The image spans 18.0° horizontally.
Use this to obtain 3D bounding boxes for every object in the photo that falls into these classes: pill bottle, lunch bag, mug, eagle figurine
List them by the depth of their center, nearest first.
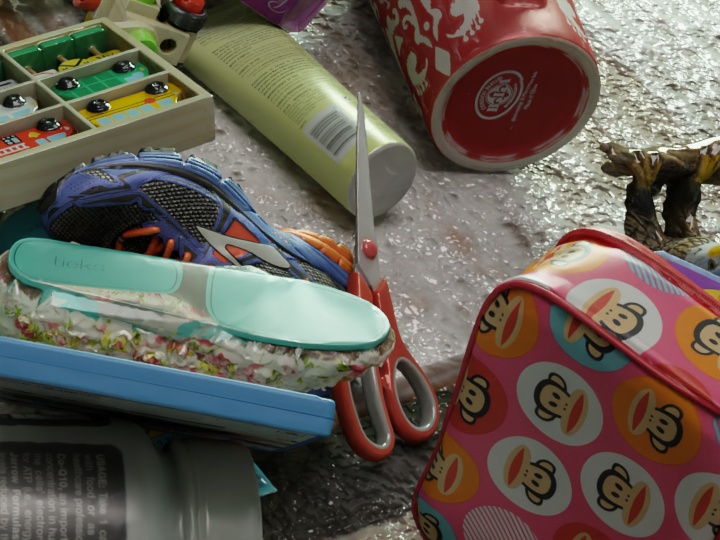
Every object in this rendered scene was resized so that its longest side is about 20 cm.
[{"bbox_3d":[-0.149,0.120,0.995,0.198,0.114,0.114,3,41,-16],"label":"pill bottle"},{"bbox_3d":[0.122,0.097,1.050,0.176,0.201,0.082,37,45,19],"label":"lunch bag"},{"bbox_3d":[0.184,0.025,1.238,0.151,0.151,0.202,-15,79,17],"label":"eagle figurine"},{"bbox_3d":[0.062,-0.181,1.385,0.133,0.178,0.201,-20,50,3],"label":"mug"}]

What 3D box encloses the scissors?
[{"bbox_3d":[0.000,0.000,1.181,0.073,0.014,0.202,0,74,-46],"label":"scissors"}]

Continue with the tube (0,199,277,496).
[{"bbox_3d":[-0.123,0.051,1.144,0.077,0.051,0.200,-23,58,-21],"label":"tube"}]

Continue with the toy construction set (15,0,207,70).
[{"bbox_3d":[-0.167,-0.164,1.334,0.130,0.092,0.201,16,42,-29],"label":"toy construction set"}]

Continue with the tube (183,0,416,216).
[{"bbox_3d":[-0.043,-0.104,1.348,0.058,0.052,0.200,19,19,-51],"label":"tube"}]

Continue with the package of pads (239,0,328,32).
[{"bbox_3d":[-0.078,-0.243,1.423,0.120,0.076,0.200,31,22,-27],"label":"package of pads"}]

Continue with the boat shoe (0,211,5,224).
[{"bbox_3d":[-0.229,-0.020,1.180,0.073,0.063,0.200,5,34,15],"label":"boat shoe"}]

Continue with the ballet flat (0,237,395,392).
[{"bbox_3d":[-0.084,0.030,1.102,0.198,0.064,0.076,12,34,0],"label":"ballet flat"}]

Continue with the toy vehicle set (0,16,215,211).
[{"bbox_3d":[-0.190,-0.074,1.177,0.199,0.027,0.124,-21,35,-28],"label":"toy vehicle set"}]

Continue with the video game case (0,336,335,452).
[{"bbox_3d":[-0.093,0.057,1.008,0.142,0.200,0.018,11,82,-7],"label":"video game case"}]

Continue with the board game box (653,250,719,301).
[{"bbox_3d":[0.169,0.080,1.134,0.199,0.039,0.159,26,83,13],"label":"board game box"}]

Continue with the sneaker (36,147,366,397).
[{"bbox_3d":[-0.073,0.003,1.156,0.199,0.075,0.079,24,44,-26],"label":"sneaker"}]
